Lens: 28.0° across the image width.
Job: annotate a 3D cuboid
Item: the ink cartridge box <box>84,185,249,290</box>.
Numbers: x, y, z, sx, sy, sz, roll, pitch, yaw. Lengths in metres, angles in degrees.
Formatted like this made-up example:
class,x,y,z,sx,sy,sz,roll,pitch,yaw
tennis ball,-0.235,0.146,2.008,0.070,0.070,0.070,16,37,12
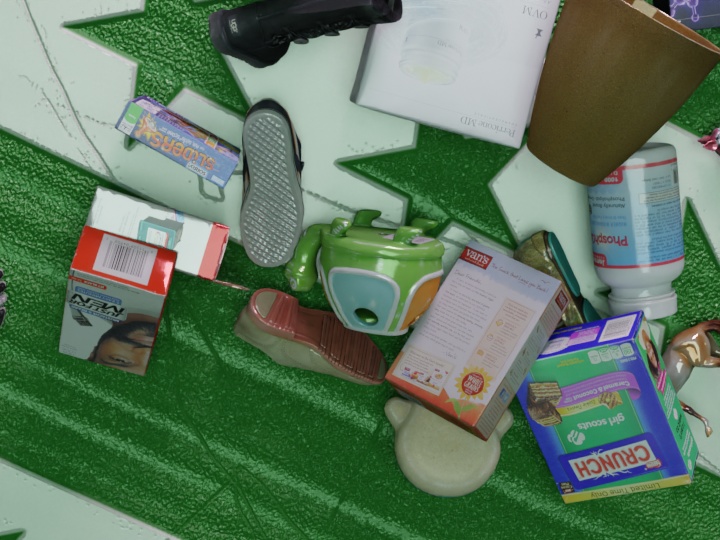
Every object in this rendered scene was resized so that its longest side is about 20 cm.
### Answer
class,x,y,z,sx,sy,sz,roll,pitch,yaw
ink cartridge box,-0.217,-0.035,1.679,0.198,0.116,0.068,18,88,-7

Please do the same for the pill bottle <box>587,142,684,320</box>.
class,x,y,z,sx,sy,sz,roll,pitch,yaw
pill bottle,0.329,-0.047,1.720,0.108,0.109,0.202,-7,98,-3

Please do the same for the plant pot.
class,x,y,z,sx,sy,sz,roll,pitch,yaw
plant pot,0.275,-0.202,1.610,0.185,0.187,0.201,26,107,-7

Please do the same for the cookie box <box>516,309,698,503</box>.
class,x,y,z,sx,sy,sz,roll,pitch,yaw
cookie box,0.289,0.166,1.718,0.170,0.075,0.201,-15,110,30

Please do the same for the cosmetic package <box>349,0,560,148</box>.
class,x,y,z,sx,sy,sz,roll,pitch,yaw
cosmetic package,0.108,-0.264,1.666,0.197,0.123,0.202,14,99,-6

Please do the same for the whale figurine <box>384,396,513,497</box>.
class,x,y,z,sx,sy,sz,roll,pitch,yaw
whale figurine,0.106,0.176,1.759,0.157,0.104,0.202,3,74,-3

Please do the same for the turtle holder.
class,x,y,z,sx,sy,sz,roll,pitch,yaw
turtle holder,0.004,0.002,1.690,0.183,0.141,0.133,4,100,-6

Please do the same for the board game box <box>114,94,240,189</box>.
class,x,y,z,sx,sy,sz,roll,pitch,yaw
board game box,-0.201,-0.148,1.623,0.135,0.200,0.035,30,96,-7

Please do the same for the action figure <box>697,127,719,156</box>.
class,x,y,z,sx,sy,sz,roll,pitch,yaw
action figure,0.505,-0.139,1.742,0.198,0.135,0.150,7,141,7

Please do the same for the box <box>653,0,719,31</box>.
class,x,y,z,sx,sy,sz,roll,pitch,yaw
box,0.446,-0.361,1.697,0.198,0.079,0.143,-8,102,-3

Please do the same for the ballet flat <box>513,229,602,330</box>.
class,x,y,z,sx,sy,sz,roll,pitch,yaw
ballet flat,0.249,0.046,1.757,0.070,0.071,0.201,-31,100,1

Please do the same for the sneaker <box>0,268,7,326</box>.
class,x,y,z,sx,sy,sz,roll,pitch,yaw
sneaker,-0.476,-0.011,1.698,0.080,0.075,0.202,-14,97,12

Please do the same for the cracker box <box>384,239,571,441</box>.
class,x,y,z,sx,sy,sz,roll,pitch,yaw
cracker box,0.139,0.080,1.690,0.133,0.058,0.201,27,78,32

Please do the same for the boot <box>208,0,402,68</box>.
class,x,y,z,sx,sy,sz,roll,pitch,yaw
boot,-0.046,-0.281,1.599,0.198,0.165,0.066,-13,93,22

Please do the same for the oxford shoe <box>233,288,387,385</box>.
class,x,y,z,sx,sy,sz,roll,pitch,yaw
oxford shoe,-0.060,0.089,1.747,0.199,0.071,0.074,30,136,-16

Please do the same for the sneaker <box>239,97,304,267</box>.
class,x,y,z,sx,sy,sz,roll,pitch,yaw
sneaker,-0.103,-0.107,1.703,0.078,0.080,0.202,3,119,0

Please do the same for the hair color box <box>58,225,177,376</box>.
class,x,y,z,sx,sy,sz,roll,pitch,yaw
hair color box,-0.280,0.039,1.652,0.110,0.200,0.064,16,58,-6

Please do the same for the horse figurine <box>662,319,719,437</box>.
class,x,y,z,sx,sy,sz,roll,pitch,yaw
horse figurine,0.404,0.130,1.776,0.132,0.050,0.200,42,103,9
